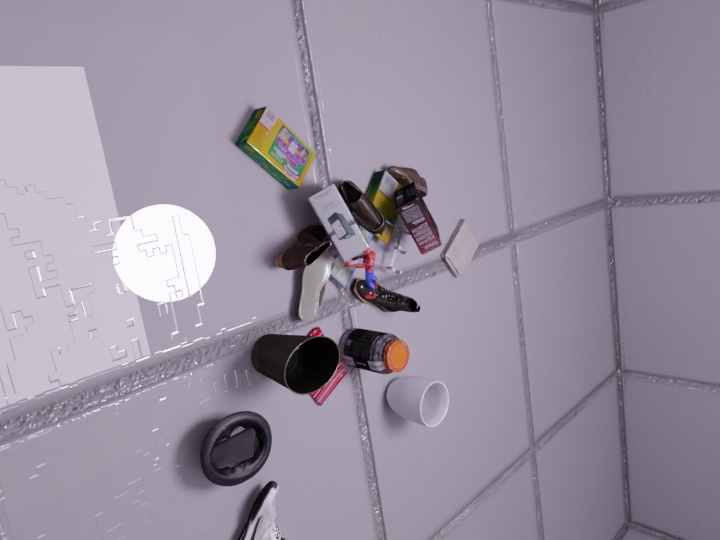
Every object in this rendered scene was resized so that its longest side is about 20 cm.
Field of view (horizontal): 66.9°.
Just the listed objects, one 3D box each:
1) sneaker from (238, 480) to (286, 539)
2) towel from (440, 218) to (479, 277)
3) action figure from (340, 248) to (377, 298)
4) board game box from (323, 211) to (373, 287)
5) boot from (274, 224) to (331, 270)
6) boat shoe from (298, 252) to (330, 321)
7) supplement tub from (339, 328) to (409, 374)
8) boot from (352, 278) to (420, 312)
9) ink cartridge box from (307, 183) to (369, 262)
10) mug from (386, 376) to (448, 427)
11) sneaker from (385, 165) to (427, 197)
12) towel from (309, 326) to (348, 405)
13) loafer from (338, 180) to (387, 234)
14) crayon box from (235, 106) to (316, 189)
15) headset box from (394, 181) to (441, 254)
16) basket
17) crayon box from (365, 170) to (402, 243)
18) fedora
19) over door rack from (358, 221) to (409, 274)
[{"bbox_3d":[-0.239,0.671,1.454,0.115,0.076,0.201,27,81,-12],"label":"sneaker"},{"bbox_3d":[0.381,-0.084,2.067,0.133,0.034,0.200,50,59,-34],"label":"towel"},{"bbox_3d":[0.000,0.000,1.596,0.200,0.099,0.065,89,11,-51],"label":"action figure"},{"bbox_3d":[-0.052,-0.067,1.654,0.134,0.034,0.200,45,62,-35],"label":"board game box"},{"bbox_3d":[-0.127,-0.065,1.488,0.200,0.166,0.072,-43,115,-33],"label":"boot"},{"bbox_3d":[-0.133,0.044,1.552,0.072,0.060,0.202,13,88,-3],"label":"boat shoe"},{"bbox_3d":[0.042,0.243,1.643,0.122,0.200,0.123,-3,94,-43],"label":"supplement tub"},{"bbox_3d":[0.084,0.078,1.719,0.200,0.138,0.078,26,75,-40],"label":"boot"},{"bbox_3d":[-0.062,-0.134,1.524,0.084,0.146,0.200,-29,99,0],"label":"ink cartridge box"},{"bbox_3d":[0.196,0.426,1.815,0.200,0.175,0.148,14,82,-44],"label":"mug"},{"bbox_3d":[0.152,-0.312,1.829,0.200,0.070,0.076,27,55,-44],"label":"sneaker"},{"bbox_3d":[-0.122,0.282,1.611,0.145,0.022,0.200,-47,122,-31],"label":"towel"},{"bbox_3d":[-0.001,-0.188,1.610,0.073,0.200,0.071,-43,169,4],"label":"loafer"},{"bbox_3d":[-0.222,-0.324,1.462,0.200,0.058,0.119,39,66,-38],"label":"crayon box"},{"bbox_3d":[0.185,-0.157,1.719,0.200,0.075,0.149,58,16,-24],"label":"headset box"},{"bbox_3d":[-0.186,0.232,1.425,0.180,0.200,0.136,-26,108,-41],"label":"basket"},{"bbox_3d":[0.067,-0.201,1.747,0.127,0.051,0.200,37,67,-41],"label":"crayon box"},{"bbox_3d":[-0.325,0.438,1.375,0.200,0.091,0.201,-3,94,-44],"label":"fedora"},{"bbox_3d":[0.084,-0.082,1.697,0.200,0.067,0.148,23,82,-44],"label":"over door rack"}]
